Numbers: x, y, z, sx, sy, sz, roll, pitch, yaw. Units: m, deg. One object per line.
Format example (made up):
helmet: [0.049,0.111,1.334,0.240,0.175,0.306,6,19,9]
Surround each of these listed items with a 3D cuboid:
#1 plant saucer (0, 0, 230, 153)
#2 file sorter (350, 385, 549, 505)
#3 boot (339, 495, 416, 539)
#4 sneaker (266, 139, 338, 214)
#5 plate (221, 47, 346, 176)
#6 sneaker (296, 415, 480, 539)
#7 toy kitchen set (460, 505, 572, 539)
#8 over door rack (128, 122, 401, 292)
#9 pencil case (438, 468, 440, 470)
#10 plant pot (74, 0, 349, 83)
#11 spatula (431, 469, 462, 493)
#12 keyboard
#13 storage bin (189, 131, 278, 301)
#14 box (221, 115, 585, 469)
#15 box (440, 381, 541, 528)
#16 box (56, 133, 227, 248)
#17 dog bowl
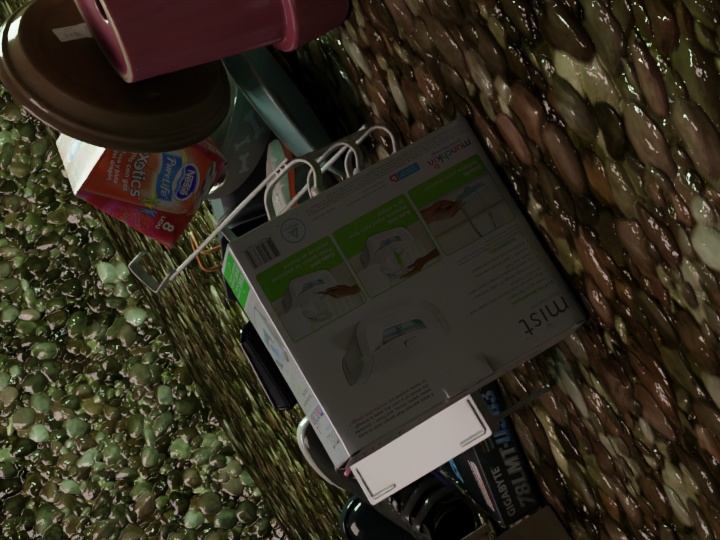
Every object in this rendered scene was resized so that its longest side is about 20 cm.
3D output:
plant saucer: [-0.201,-0.173,1.416,0.200,0.200,0.029,54,139,30]
file sorter: [0.038,0.056,1.373,0.139,0.125,0.200,-36,81,37]
boot: [0.090,0.285,1.710,0.200,0.076,0.168,26,176,-15]
sneaker: [-0.032,-0.037,1.560,0.077,0.082,0.200,107,153,-64]
plate: [-0.080,-0.159,1.520,0.200,0.026,0.200,53,-173,-10]
sneaker: [0.034,0.196,1.583,0.200,0.071,0.099,38,170,-19]
toy kitchen set: [0.129,0.325,1.501,0.180,0.200,0.163,57,167,17]
over door rack: [-0.068,-0.042,1.397,0.067,0.200,0.148,60,-148,1]
pencil case: [0.015,0.138,1.812,0.094,0.091,0.200,-35,82,46]
plant pot: [-0.134,-0.245,1.355,0.200,0.179,0.200,57,167,21]
spatula: [0.039,0.145,1.662,0.200,0.021,0.057,56,175,23]
keyboard: [-0.032,0.063,1.448,0.127,0.021,0.200,58,-147,-10]
storage bin: [-0.113,-0.073,1.766,0.200,0.146,0.134,92,156,-66]
box: [0.029,0.017,1.237,0.177,0.200,0.097,59,168,6]
box: [0.078,0.117,1.609,0.199,0.050,0.200,39,156,60]
box: [-0.197,-0.105,1.517,0.100,0.095,0.200,30,-173,-22]
dog bowl: [-0.154,-0.159,1.661,0.200,0.059,0.200,-15,70,49]
